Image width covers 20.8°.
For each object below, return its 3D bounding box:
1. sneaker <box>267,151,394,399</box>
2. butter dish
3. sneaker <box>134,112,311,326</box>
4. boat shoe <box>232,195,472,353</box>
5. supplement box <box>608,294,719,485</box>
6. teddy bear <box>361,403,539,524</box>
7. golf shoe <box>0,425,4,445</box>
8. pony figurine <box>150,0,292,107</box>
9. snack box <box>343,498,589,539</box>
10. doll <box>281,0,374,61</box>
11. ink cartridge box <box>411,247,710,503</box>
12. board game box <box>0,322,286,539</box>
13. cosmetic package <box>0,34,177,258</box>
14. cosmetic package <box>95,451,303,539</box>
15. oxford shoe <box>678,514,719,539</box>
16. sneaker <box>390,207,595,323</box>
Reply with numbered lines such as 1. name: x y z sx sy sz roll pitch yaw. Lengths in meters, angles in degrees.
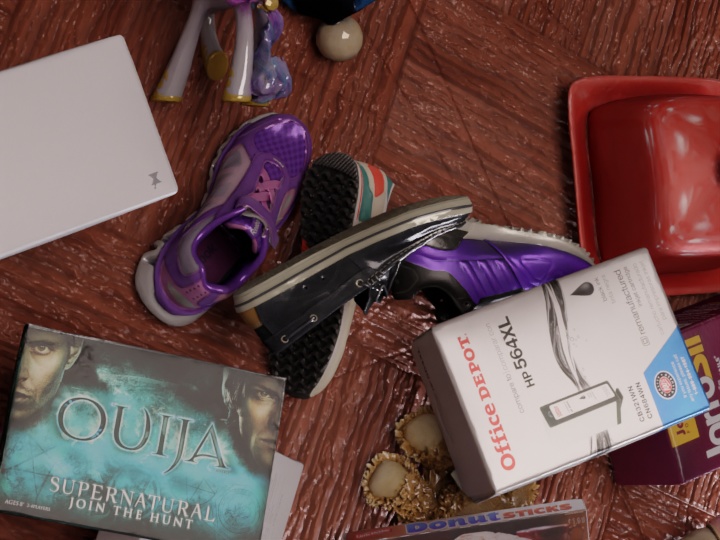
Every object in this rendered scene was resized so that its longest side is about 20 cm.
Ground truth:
1. sneaker: -0.013 0.008 1.602 0.093 0.070 0.202 9 92 -54
2. butter dish: 0.299 -0.082 1.747 0.198 0.148 0.202 -3 86 -29
3. sneaker: -0.092 -0.043 1.552 0.080 0.088 0.201 42 65 -18
4. boat shoe: 0.000 0.000 1.512 0.199 0.075 0.063 -28 96 -3
5. supplement box: 0.313 0.100 1.761 0.199 0.103 0.132 -19 95 -29
6. teddy bear: 0.089 0.205 1.651 0.199 0.067 0.146 26 68 -18
7. golf shoe: -0.236 0.144 1.459 0.199 0.075 0.092 -35 106 -27
8. pony figurine: -0.090 -0.229 1.511 0.166 0.192 0.202 3 92 -39
9. snack box: 0.088 0.235 1.598 0.198 0.024 0.072 -8 110 -1
10. doll: -0.026 -0.261 1.592 0.049 0.135 0.201 -59 148 -53
11. ink cartridge box: 0.161 0.086 1.607 0.199 0.084 0.147 -20 84 -14
12. board game box: -0.159 0.124 1.424 0.198 0.028 0.136 13 77 -18
13. cosmetic package: -0.269 -0.066 1.387 0.198 0.200 0.124 -22 96 -30
14. cosmetic package: -0.132 0.216 1.496 0.151 0.051 0.202 34 67 -47
15. oxford shoe: 0.334 0.322 1.783 0.073 0.071 0.201 -23 98 -4
16. sneaker: 0.107 0.010 1.678 0.199 0.069 0.100 11 86 -24
